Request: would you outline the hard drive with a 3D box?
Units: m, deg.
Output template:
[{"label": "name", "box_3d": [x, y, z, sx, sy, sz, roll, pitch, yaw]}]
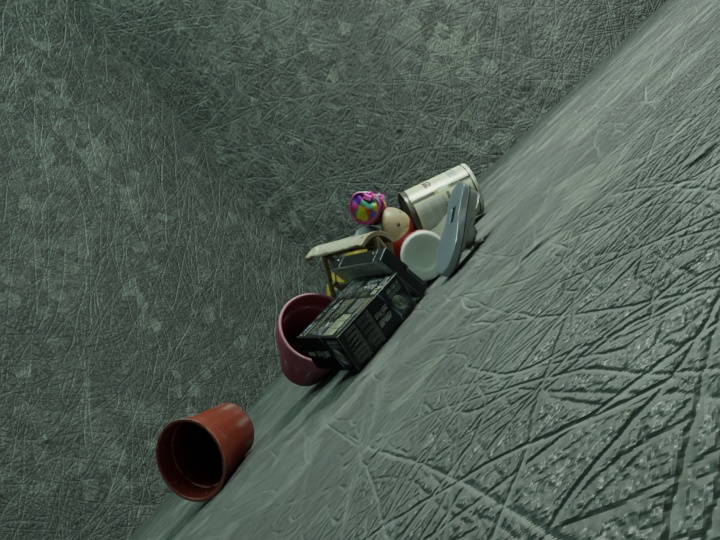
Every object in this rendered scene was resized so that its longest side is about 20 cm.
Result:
[{"label": "hard drive", "box_3d": [0.038, 0.014, 1.377, 0.198, 0.139, 0.038, -9, 49, 54]}]

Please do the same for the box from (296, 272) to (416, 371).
[{"label": "box", "box_3d": [-0.008, 0.105, 1.291, 0.200, 0.087, 0.162, -45, 20, -31]}]

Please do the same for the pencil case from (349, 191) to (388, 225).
[{"label": "pencil case", "box_3d": [0.024, -0.162, 1.613, 0.088, 0.089, 0.200, -43, -2, 10]}]

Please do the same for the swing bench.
[{"label": "swing bench", "box_3d": [0.000, 0.000, 1.578, 0.196, 0.204, 0.130, -9, 24, 41]}]

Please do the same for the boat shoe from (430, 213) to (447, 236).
[{"label": "boat shoe", "box_3d": [0.228, -0.089, 1.587, 0.200, 0.059, 0.076, 135, 138, -55]}]

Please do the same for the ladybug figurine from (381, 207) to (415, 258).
[{"label": "ladybug figurine", "box_3d": [0.107, -0.081, 1.638, 0.202, 0.070, 0.139, 64, -153, -52]}]

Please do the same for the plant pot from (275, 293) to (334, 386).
[{"label": "plant pot", "box_3d": [-0.126, 0.190, 1.575, 0.200, 0.198, 0.181, -44, -14, -41]}]

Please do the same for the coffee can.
[{"label": "coffee can", "box_3d": [0.217, -0.181, 1.700, 0.196, 0.150, 0.146, -24, 0, -3]}]

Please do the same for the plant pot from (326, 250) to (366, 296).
[{"label": "plant pot", "box_3d": [0.003, 0.047, 1.988, 0.194, 0.195, 0.201, -43, 7, 42]}]

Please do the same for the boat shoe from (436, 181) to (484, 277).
[{"label": "boat shoe", "box_3d": [0.213, -0.073, 1.273, 0.074, 0.084, 0.207, -33, 39, 59]}]

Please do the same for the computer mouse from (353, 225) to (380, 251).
[{"label": "computer mouse", "box_3d": [0.035, -0.088, 1.678, 0.106, 0.045, 0.200, -3, -9, 15]}]

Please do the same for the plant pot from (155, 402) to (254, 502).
[{"label": "plant pot", "box_3d": [-0.374, 0.438, 1.577, 0.200, 0.202, 0.195, -43, -8, 20]}]

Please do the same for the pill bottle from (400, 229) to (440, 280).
[{"label": "pill bottle", "box_3d": [0.147, -0.040, 1.478, 0.109, 0.110, 0.200, -43, 1, 6]}]

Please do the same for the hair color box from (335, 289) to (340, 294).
[{"label": "hair color box", "box_3d": [0.012, 0.013, 1.822, 0.099, 0.061, 0.200, -44, 1, 45]}]
